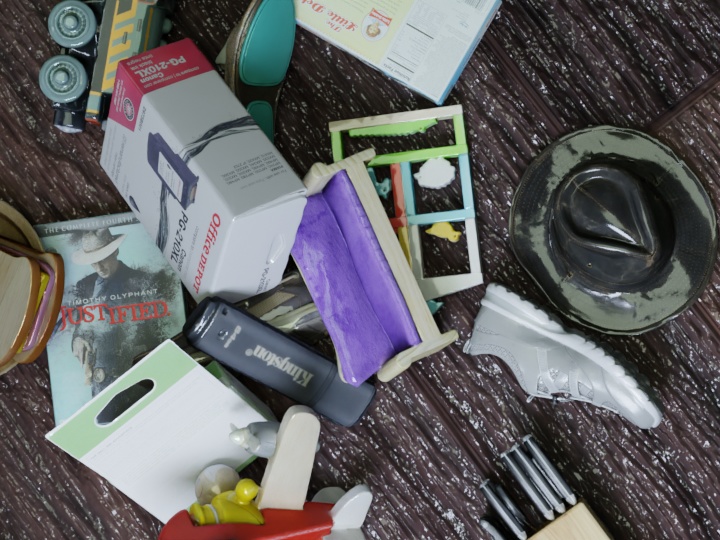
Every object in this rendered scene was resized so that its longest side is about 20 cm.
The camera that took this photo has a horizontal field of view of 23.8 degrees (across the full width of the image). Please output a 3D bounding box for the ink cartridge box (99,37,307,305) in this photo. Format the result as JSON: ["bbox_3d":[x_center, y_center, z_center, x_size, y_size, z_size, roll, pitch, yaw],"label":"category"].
[{"bbox_3d":[-0.146,-0.085,1.549,0.084,0.145,0.200,-23,63,-30],"label":"ink cartridge box"}]

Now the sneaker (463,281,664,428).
[{"bbox_3d":[0.186,0.093,1.565,0.200,0.075,0.082,34,99,20],"label":"sneaker"}]

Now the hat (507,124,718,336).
[{"bbox_3d":[0.233,-0.044,1.550,0.199,0.081,0.202,-1,81,5],"label":"hat"}]

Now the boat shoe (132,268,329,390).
[{"bbox_3d":[-0.122,0.055,1.607,0.199,0.075,0.074,-19,67,-8],"label":"boat shoe"}]

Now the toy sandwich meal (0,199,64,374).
[{"bbox_3d":[-0.383,0.020,1.634,0.204,0.070,0.206,0,88,16],"label":"toy sandwich meal"}]

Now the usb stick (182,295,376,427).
[{"bbox_3d":[-0.071,0.085,1.562,0.200,0.033,0.056,31,107,-28],"label":"usb stick"}]

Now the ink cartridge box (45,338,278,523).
[{"bbox_3d":[-0.179,0.139,1.551,0.145,0.200,0.048,-38,45,5],"label":"ink cartridge box"}]

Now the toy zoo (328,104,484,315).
[{"bbox_3d":[0.045,-0.049,1.612,0.130,0.020,0.201,-6,86,8],"label":"toy zoo"}]

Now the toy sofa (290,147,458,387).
[{"bbox_3d":[0.000,0.000,1.549,0.097,0.083,0.201,-22,84,-18],"label":"toy sofa"}]

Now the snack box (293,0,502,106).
[{"bbox_3d":[0.020,-0.255,1.618,0.199,0.037,0.117,31,92,9],"label":"snack box"}]

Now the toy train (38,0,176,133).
[{"bbox_3d":[-0.239,-0.227,1.636,0.113,0.085,0.201,9,88,-1],"label":"toy train"}]

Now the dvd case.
[{"bbox_3d":[-0.236,0.046,1.647,0.145,0.022,0.201,-7,85,8],"label":"dvd case"}]

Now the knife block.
[{"bbox_3d":[0.202,0.245,1.551,0.199,0.064,0.177,8,89,9],"label":"knife block"}]

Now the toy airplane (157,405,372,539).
[{"bbox_3d":[-0.091,0.224,1.552,0.200,0.199,0.141,-45,56,-6],"label":"toy airplane"}]

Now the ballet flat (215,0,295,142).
[{"bbox_3d":[-0.111,-0.173,1.613,0.067,0.068,0.201,15,96,46],"label":"ballet flat"}]
